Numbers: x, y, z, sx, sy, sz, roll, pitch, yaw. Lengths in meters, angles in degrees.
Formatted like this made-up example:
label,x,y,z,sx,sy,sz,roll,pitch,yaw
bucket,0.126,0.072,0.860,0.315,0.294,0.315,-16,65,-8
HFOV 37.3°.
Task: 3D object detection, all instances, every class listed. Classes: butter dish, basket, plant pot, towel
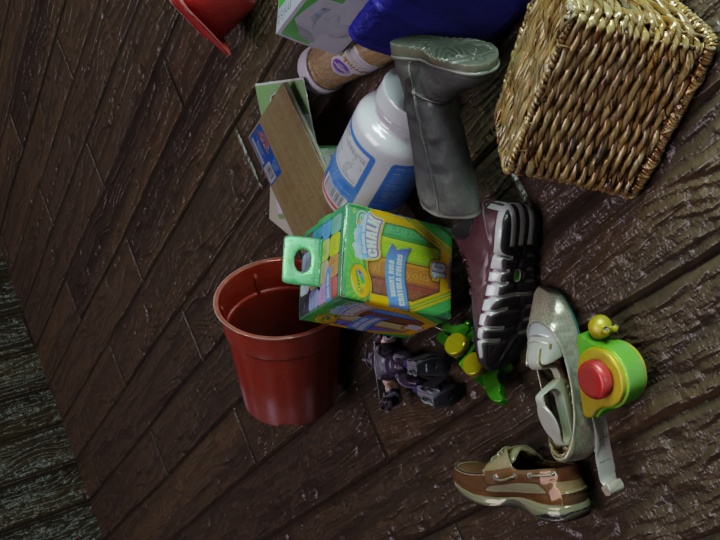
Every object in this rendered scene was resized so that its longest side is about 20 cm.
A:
label,x,y,z,sx,sy,sz,roll,pitch,yaw
butter dish,-0.217,-0.453,1.572,0.201,0.147,0.199,62,-174,17
basket,0.230,-0.191,1.042,0.143,0.148,0.201,-89,12,-48
plant pot,-0.112,0.115,1.611,0.201,0.200,0.196,40,143,43
towel,0.092,-0.292,1.161,0.200,0.147,0.050,-39,38,56

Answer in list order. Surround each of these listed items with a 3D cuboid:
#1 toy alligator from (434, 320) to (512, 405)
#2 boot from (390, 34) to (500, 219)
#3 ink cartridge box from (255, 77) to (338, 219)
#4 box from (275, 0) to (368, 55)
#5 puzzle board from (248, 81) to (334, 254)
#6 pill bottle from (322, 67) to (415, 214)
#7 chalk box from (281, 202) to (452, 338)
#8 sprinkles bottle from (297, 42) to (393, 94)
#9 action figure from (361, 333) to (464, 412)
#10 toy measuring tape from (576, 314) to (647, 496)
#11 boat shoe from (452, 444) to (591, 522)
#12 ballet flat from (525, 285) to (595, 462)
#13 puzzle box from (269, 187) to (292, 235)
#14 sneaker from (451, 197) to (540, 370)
label,x,y,z,sx,sy,sz,roll,pitch,yaw
toy alligator,0.136,0.090,1.328,0.054,0.059,0.200,-46,43,4
boot,0.100,-0.148,1.154,0.182,0.072,0.201,-145,43,-60
ink cartridge box,-0.081,-0.171,1.507,0.145,0.048,0.201,8,109,56
box,-0.013,-0.384,1.255,0.200,0.096,0.177,-33,48,57
puzzle board,-0.087,-0.138,1.476,0.201,0.017,0.151,65,149,12
pill bottle,0.033,-0.153,1.323,0.113,0.112,0.200,61,145,22
chalk box,0.000,0.000,1.328,0.124,0.199,0.125,-29,54,57
sprinkles bottle,-0.007,-0.282,1.372,0.200,0.068,0.069,-11,94,58
action figure,0.055,0.131,1.454,0.200,0.069,0.131,10,116,59
toy measuring tape,0.270,0.144,1.118,0.073,0.073,0.201,3,106,57
boat shoe,0.194,0.246,1.286,0.200,0.075,0.074,2,99,49
ballet flat,0.219,0.117,1.191,0.067,0.062,0.201,-18,88,58
puzzle box,-0.076,-0.098,1.601,0.200,0.025,0.134,39,133,44
sneaker,0.150,0.008,1.256,0.115,0.075,0.201,31,118,55
